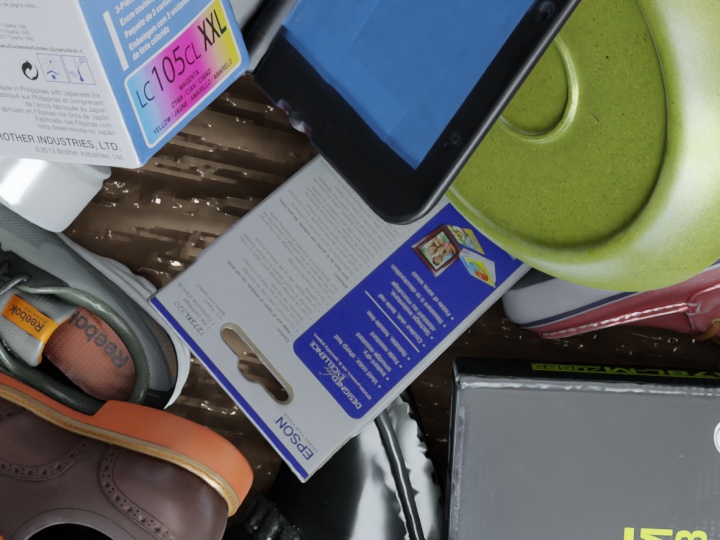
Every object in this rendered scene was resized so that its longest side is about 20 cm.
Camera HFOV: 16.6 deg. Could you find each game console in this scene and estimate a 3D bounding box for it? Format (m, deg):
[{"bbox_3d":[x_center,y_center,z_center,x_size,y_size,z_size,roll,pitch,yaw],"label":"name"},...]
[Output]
[{"bbox_3d":[-0.006,-0.150,0.886,0.172,0.119,0.200,28,108,-23],"label":"game console"}]

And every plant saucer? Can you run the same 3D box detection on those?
[{"bbox_3d":[0.070,-0.080,0.947,0.031,0.200,0.201,-26,103,-38],"label":"plant saucer"}]

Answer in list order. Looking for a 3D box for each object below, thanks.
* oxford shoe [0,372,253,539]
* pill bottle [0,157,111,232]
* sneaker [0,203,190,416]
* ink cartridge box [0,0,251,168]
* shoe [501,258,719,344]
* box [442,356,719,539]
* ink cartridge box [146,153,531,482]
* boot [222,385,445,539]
[{"bbox_3d":[-0.146,0.090,1.028,0.199,0.071,0.073,6,56,30],"label":"oxford shoe"},{"bbox_3d":[-0.095,-0.121,1.013,0.113,0.113,0.200,39,95,-9],"label":"pill bottle"},{"bbox_3d":[-0.159,-0.001,1.048,0.200,0.079,0.074,33,98,-7],"label":"sneaker"},{"bbox_3d":[-0.136,-0.140,0.855,0.136,0.076,0.201,6,131,35],"label":"ink cartridge box"},{"bbox_3d":[0.166,0.015,1.073,0.199,0.071,0.091,-18,101,0],"label":"shoe"},{"bbox_3d":[0.128,0.140,1.030,0.192,0.048,0.201,3,99,-3],"label":"box"},{"bbox_3d":[0.000,0.000,1.012,0.095,0.037,0.200,49,49,0],"label":"ink cartridge box"},{"bbox_3d":[-0.042,0.108,1.072,0.157,0.079,0.212,-18,101,0],"label":"boot"}]
